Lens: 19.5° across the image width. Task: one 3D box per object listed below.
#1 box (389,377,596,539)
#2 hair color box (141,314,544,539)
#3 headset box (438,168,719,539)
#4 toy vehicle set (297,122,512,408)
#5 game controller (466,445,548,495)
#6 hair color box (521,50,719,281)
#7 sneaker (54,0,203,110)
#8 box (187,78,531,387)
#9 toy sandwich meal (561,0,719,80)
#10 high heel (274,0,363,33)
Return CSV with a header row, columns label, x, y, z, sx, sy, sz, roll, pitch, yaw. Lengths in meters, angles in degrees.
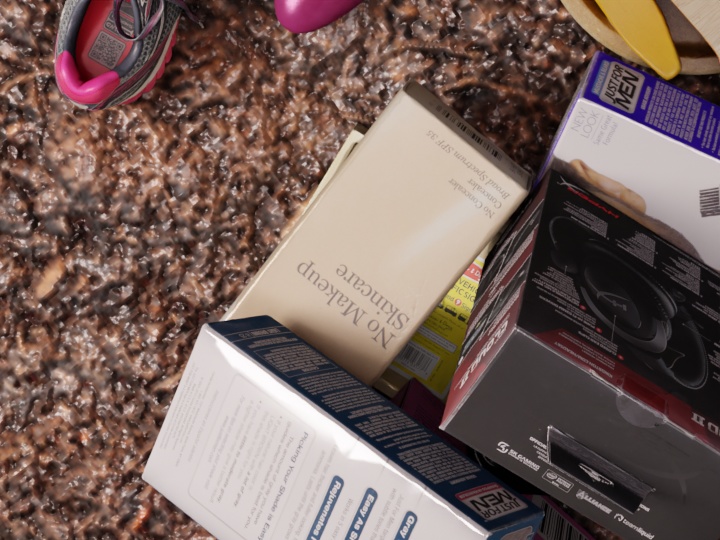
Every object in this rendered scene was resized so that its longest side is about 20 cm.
label,x,y,z,sx,sy,sz,roll,pitch,yaw
box,0.026,0.201,1.221,0.176,0.097,0.200,41,108,-4
hair color box,-0.012,0.117,1.089,0.200,0.060,0.100,35,113,28
headset box,0.131,0.053,1.082,0.148,0.200,0.077,31,120,-6
toy vehicle set,0.049,0.020,1.235,0.199,0.027,0.125,32,102,-1
game controller,0.154,0.078,1.194,0.199,0.042,0.105,5,89,-16
hair color box,0.196,-0.027,1.175,0.199,0.065,0.110,25,126,2
sneaker,-0.116,-0.182,1.191,0.080,0.075,0.201,21,101,2
box,0.000,0.000,1.182,0.095,0.078,0.200,37,101,-2
toy sandwich meal,0.192,-0.194,1.159,0.204,0.070,0.207,1,100,6
high heel,0.009,-0.215,1.161,0.067,0.096,0.201,32,102,-1
